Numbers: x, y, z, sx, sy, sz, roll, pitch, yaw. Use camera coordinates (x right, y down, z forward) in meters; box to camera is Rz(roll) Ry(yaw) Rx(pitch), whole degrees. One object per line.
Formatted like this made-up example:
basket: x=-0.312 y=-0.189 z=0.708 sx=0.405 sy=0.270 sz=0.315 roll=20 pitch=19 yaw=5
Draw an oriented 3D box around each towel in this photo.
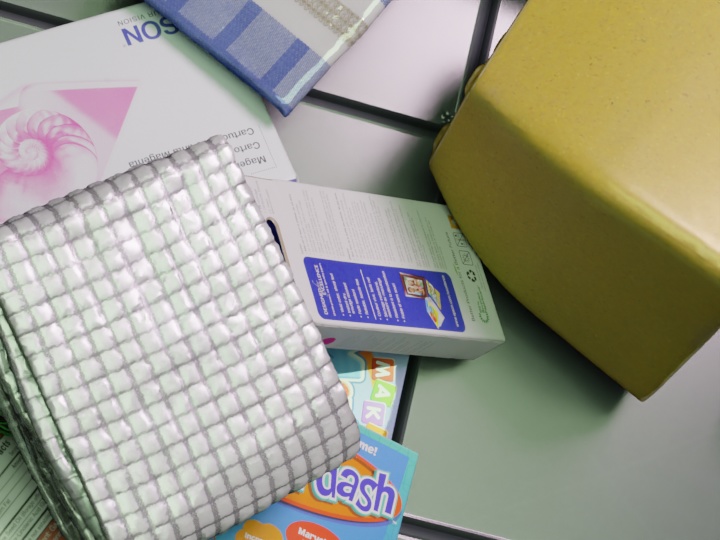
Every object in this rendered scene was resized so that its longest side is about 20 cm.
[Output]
towel: x=-0.114 y=0.048 z=1.284 sx=0.166 sy=0.086 sz=0.200 roll=-27 pitch=92 yaw=-22
towel: x=-0.035 y=-0.209 z=1.469 sx=0.147 sy=0.024 sz=0.200 roll=38 pitch=79 yaw=10

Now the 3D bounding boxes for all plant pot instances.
plant pot: x=0.160 y=-0.076 z=1.448 sx=0.200 sy=0.196 sz=0.194 roll=32 pitch=65 yaw=1

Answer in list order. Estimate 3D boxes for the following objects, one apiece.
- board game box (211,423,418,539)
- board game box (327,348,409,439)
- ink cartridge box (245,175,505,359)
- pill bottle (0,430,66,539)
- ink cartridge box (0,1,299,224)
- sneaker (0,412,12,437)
board game box: x=-0.060 y=0.162 z=1.356 sx=0.152 sy=0.045 sz=0.200 roll=27 pitch=54 yaw=-17
board game box: x=-0.077 y=0.073 z=1.456 sx=0.200 sy=0.037 sz=0.151 roll=15 pitch=76 yaw=-10
ink cartridge box: x=0.000 y=0.000 z=1.425 sx=0.200 sy=0.037 sz=0.095 roll=9 pitch=58 yaw=-47
pill bottle: x=-0.215 y=0.154 z=1.375 sx=0.200 sy=0.112 sz=0.112 roll=38 pitch=75 yaw=-3
ink cartridge box: x=-0.145 y=-0.059 z=1.439 sx=0.196 sy=0.043 sz=0.200 roll=-19 pitch=69 yaw=-18
sneaker: x=-0.141 y=0.028 z=1.381 sx=0.200 sy=0.085 sz=0.078 roll=-24 pitch=49 yaw=-23
